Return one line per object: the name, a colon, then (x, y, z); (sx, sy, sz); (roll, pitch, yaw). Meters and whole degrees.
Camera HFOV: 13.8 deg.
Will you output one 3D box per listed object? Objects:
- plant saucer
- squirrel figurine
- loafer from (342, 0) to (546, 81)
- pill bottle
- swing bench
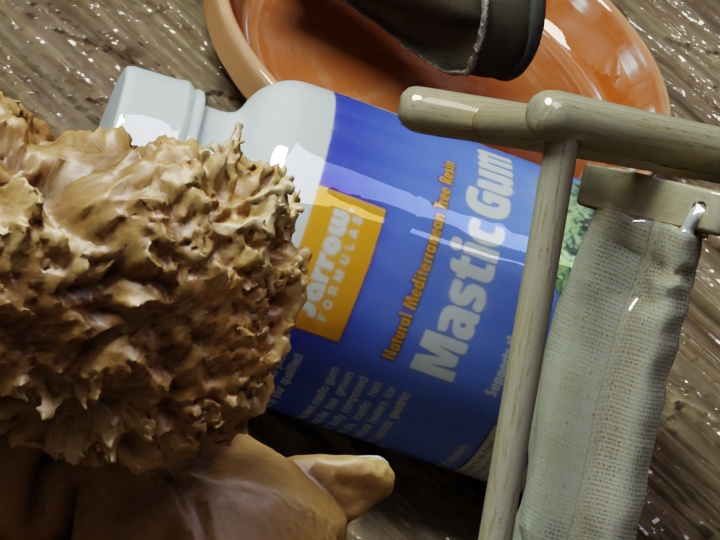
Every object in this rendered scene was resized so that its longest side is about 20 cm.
plant saucer: (0.030, -0.084, 1.208); (0.200, 0.032, 0.200); (16, 40, -14)
squirrel figurine: (-0.083, 0.039, 0.864); (0.187, 0.200, 0.142); (40, 59, 7)
loafer: (-0.007, -0.136, 1.172); (0.071, 0.073, 0.200); (-20, 49, -37)
pill bottle: (0.000, 0.000, 1.026); (0.200, 0.112, 0.112); (19, 38, -10)
swing bench: (0.106, 0.056, 0.925); (0.200, 0.199, 0.130); (9, 2, -20)
